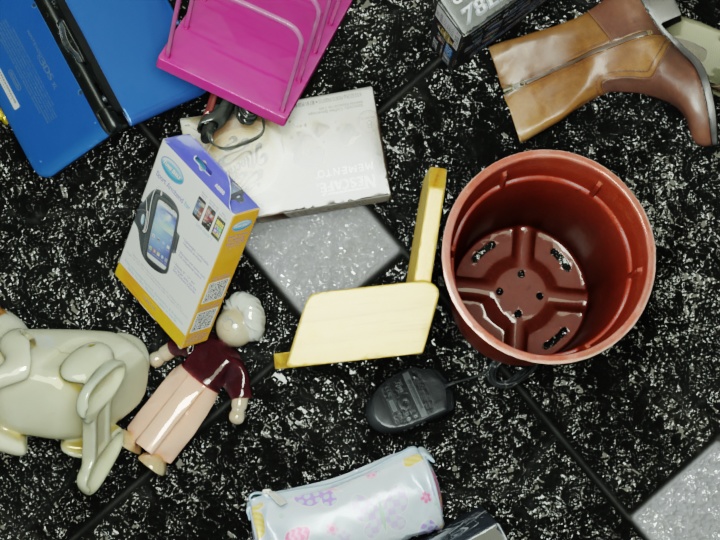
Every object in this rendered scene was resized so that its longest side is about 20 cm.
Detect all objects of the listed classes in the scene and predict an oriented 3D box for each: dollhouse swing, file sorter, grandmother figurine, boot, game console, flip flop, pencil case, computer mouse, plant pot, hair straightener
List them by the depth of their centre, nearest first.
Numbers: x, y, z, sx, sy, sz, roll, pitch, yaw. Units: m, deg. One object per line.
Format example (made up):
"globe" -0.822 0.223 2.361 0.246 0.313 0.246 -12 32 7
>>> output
"plant pot" 0.168 0.007 1.648 0.199 0.195 0.202 1 78 -3
"dollhouse swing" 0.000 0.000 1.653 0.180 0.200 0.177 -6 88 -1
"file sorter" -0.088 -0.274 1.656 0.138 0.126 0.201 25 51 1
"hair straightener" -0.111 -0.189 1.681 0.076 0.041 0.201 3 44 13
"pencil case" -0.015 0.242 1.700 0.198 0.083 0.091 -16 88 -2
"boot" 0.248 -0.180 1.711 0.199 0.068 0.189 -24 86 11
"game console" -0.282 -0.223 1.714 0.170 0.118 0.201 -30 87 30
"grandmother figurine" -0.162 0.111 1.717 0.121 0.061 0.201 35 88 6
"flip flop" 0.388 -0.215 1.737 0.199 0.058 0.082 19 87 1
"computer mouse" 0.098 0.116 1.737 0.199 0.034 0.059 -20 73 -7

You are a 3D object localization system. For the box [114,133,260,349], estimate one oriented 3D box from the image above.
"box" -0.168 -0.037 1.659 0.119 0.041 0.201 46 128 26

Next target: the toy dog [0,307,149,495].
"toy dog" -0.322 0.096 1.672 0.199 0.140 0.194 17 48 12

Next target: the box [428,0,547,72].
"box" 0.161 -0.285 1.669 0.199 0.199 0.050 -36 90 -1

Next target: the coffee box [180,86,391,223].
"coffee box" -0.074 -0.111 1.718 0.198 0.080 0.114 -9 87 0

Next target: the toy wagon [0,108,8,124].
"toy wagon" -0.295 -0.217 1.742 0.199 0.040 0.156 -32 88 -2

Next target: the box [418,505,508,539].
"box" 0.063 0.327 1.648 0.199 0.182 0.105 -28 87 -2
